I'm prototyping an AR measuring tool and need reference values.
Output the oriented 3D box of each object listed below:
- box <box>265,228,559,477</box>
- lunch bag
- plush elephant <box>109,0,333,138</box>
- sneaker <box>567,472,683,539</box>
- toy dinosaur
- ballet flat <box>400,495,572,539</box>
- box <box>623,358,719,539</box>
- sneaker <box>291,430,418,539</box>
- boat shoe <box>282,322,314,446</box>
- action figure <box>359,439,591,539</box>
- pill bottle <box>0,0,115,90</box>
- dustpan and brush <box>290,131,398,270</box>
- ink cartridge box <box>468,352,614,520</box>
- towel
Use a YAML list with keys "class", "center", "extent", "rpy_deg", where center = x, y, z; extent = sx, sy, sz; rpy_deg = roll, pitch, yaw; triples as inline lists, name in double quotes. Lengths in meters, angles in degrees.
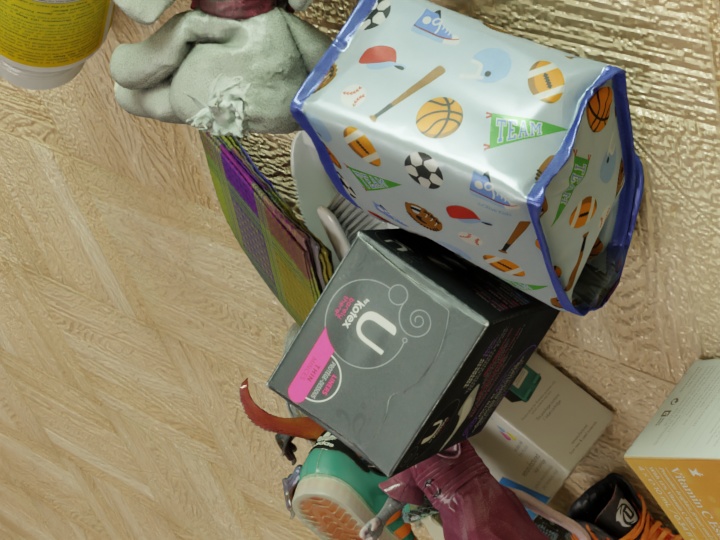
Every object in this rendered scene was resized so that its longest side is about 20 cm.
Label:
- class: "box"
  center: [0.043, 0.047, 0.972]
  extent: [0.106, 0.122, 0.200]
  rpy_deg: [35, -166, 16]
- class: "lunch bag"
  center: [0.075, -0.063, 0.873]
  extent: [0.170, 0.124, 0.200]
  rpy_deg: [26, 162, 27]
- class: "plush elephant"
  center: [-0.081, -0.170, 0.931]
  extent: [0.164, 0.155, 0.200]
  rpy_deg: [4, -171, -4]
- class: "sneaker"
  center: [0.230, 0.222, 1.114]
  extent: [0.200, 0.078, 0.112]
  rpy_deg: [1, 132, 53]
- class: "toy dinosaur"
  center: [0.019, 0.160, 1.242]
  extent: [0.181, 0.105, 0.200]
  rpy_deg: [-16, 143, 16]
- class: "ballet flat"
  center: [0.108, 0.218, 1.205]
  extent: [0.200, 0.074, 0.074]
  rpy_deg: [28, 160, -26]
- class: "box"
  center: [0.285, 0.127, 0.888]
  extent: [0.125, 0.097, 0.200]
  rpy_deg: [53, 151, -16]
- class: "sneaker"
  center: [0.016, 0.209, 1.204]
  extent: [0.071, 0.080, 0.200]
  rpy_deg: [-9, 134, 29]
- class: "boat shoe"
  center: [-0.044, 0.111, 1.338]
  extent: [0.065, 0.075, 0.202]
  rpy_deg: [24, 154, 26]
- class: "action figure"
  center: [0.078, 0.156, 1.083]
  extent: [0.200, 0.149, 0.134]
  rpy_deg: [58, 148, 15]
- class: "pill bottle"
  center: [-0.239, -0.222, 1.091]
  extent: [0.112, 0.112, 0.200]
  rpy_deg: [42, 152, 4]
- class: "dustpan and brush"
  center: [0.000, 0.000, 1.108]
  extent: [0.139, 0.057, 0.200]
  rpy_deg: [34, 154, 46]
- class: "ink cartridge box"
  center: [0.089, 0.095, 1.139]
  extent: [0.200, 0.067, 0.116]
  rpy_deg: [38, 152, 12]
- class: "towel"
  center: [-0.070, -0.025, 1.170]
  extent: [0.200, 0.023, 0.144]
  rpy_deg: [49, 160, 41]
